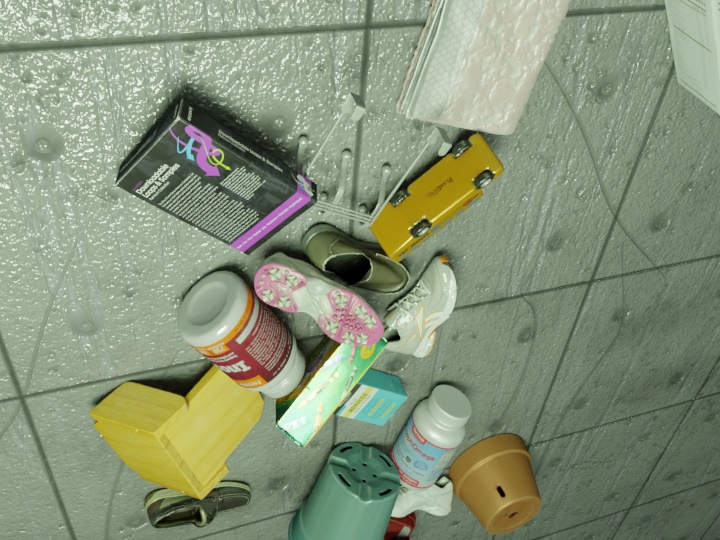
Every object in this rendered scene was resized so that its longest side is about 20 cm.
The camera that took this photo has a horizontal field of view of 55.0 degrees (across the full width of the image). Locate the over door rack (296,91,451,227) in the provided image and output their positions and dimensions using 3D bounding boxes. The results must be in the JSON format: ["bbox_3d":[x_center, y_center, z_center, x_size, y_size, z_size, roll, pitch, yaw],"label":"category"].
[{"bbox_3d":[-0.001,-0.141,0.877,0.145,0.068,0.200,12,144,-32],"label":"over door rack"}]

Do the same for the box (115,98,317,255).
[{"bbox_3d":[-0.169,-0.103,0.825,0.142,0.037,0.198,-31,136,34],"label":"box"}]

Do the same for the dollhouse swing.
[{"bbox_3d":[-0.283,0.227,1.104,0.178,0.178,0.202,9,141,23],"label":"dollhouse swing"}]

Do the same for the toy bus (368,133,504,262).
[{"bbox_3d":[0.106,-0.098,0.964,0.199,0.066,0.078,-38,164,10],"label":"toy bus"}]

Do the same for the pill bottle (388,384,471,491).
[{"bbox_3d":[0.136,0.321,1.333,0.106,0.110,0.203,5,126,-28],"label":"pill bottle"}]

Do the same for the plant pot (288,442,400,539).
[{"bbox_3d":[-0.021,0.457,1.332,0.196,0.201,0.200,5,120,-29],"label":"plant pot"}]

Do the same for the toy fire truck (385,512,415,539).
[{"bbox_3d":[0.027,0.600,1.546,0.165,0.113,0.202,24,121,-9],"label":"toy fire truck"}]

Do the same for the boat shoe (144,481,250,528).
[{"bbox_3d":[-0.291,0.435,1.261,0.195,0.065,0.074,0,128,-27],"label":"boat shoe"}]

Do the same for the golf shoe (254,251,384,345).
[{"bbox_3d":[-0.052,0.033,0.967,0.197,0.092,0.076,31,110,-13],"label":"golf shoe"}]

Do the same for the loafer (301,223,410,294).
[{"bbox_3d":[0.000,0.000,1.011,0.197,0.070,0.076,19,120,-36],"label":"loafer"}]

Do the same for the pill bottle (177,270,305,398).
[{"bbox_3d":[-0.162,0.101,0.993,0.112,0.114,0.201,-33,135,6],"label":"pill bottle"}]

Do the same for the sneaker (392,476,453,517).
[{"bbox_3d":[0.115,0.486,1.509,0.196,0.070,0.082,5,105,-25],"label":"sneaker"}]

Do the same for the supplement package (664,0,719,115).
[{"bbox_3d":[0.489,-0.331,0.920,0.108,0.115,0.201,-32,136,7],"label":"supplement package"}]

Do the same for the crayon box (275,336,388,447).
[{"bbox_3d":[-0.047,0.157,1.054,0.058,0.119,0.201,39,90,-9],"label":"crayon box"}]

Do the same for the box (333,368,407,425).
[{"bbox_3d":[-0.015,0.210,1.205,0.197,0.050,0.083,22,117,-38],"label":"box"}]

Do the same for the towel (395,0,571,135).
[{"bbox_3d":[0.157,-0.273,0.873,0.187,0.033,0.203,0,129,-26],"label":"towel"}]

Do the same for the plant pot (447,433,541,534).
[{"bbox_3d":[0.310,0.486,1.540,0.195,0.141,0.203,-14,135,-14],"label":"plant pot"}]

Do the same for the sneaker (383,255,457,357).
[{"bbox_3d":[0.088,0.063,1.111,0.090,0.076,0.203,3,127,-21],"label":"sneaker"}]
